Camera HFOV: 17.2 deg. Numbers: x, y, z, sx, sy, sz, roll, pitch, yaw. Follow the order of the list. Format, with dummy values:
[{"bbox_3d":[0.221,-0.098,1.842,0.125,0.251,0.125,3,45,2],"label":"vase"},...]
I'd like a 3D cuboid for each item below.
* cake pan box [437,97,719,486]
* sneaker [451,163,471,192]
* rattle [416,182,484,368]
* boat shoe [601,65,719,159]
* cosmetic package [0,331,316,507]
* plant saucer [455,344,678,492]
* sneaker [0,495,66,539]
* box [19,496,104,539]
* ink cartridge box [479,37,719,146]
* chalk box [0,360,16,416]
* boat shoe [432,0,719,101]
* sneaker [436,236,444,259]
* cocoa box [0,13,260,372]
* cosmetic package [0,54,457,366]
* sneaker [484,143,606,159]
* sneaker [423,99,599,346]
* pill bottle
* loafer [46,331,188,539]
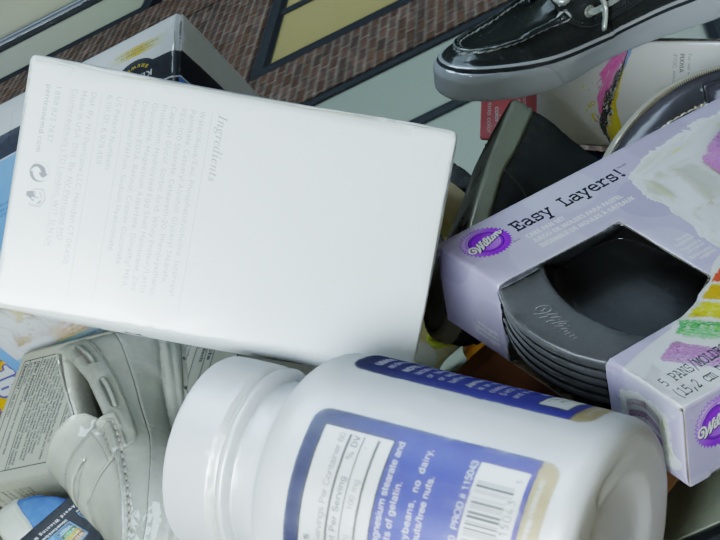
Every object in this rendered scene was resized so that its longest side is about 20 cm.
[{"bbox_3d":[0.161,0.004,1.116,0.200,0.052,0.184,-26,36,-23],"label":"cake pan box"},{"bbox_3d":[0.015,-0.027,1.620,0.112,0.073,0.200,-35,26,-30],"label":"sneaker"},{"bbox_3d":[0.000,0.000,1.333,0.130,0.200,0.143,-40,29,19],"label":"rattle"},{"bbox_3d":[0.219,-0.081,1.283,0.200,0.073,0.063,-27,12,-12],"label":"boat shoe"},{"bbox_3d":[-0.117,0.093,1.396,0.200,0.087,0.103,-13,48,40],"label":"cosmetic package"},{"bbox_3d":[0.089,0.078,1.170,0.200,0.037,0.200,-35,23,18],"label":"plant saucer"},{"bbox_3d":[-0.123,0.148,1.308,0.111,0.077,0.200,-39,23,-14],"label":"sneaker"},{"bbox_3d":[-0.105,0.175,1.148,0.161,0.049,0.200,28,52,32],"label":"box"},{"bbox_3d":[0.186,-0.108,1.449,0.200,0.068,0.116,4,7,28],"label":"ink cartridge box"},{"bbox_3d":[-0.161,0.024,1.649,0.200,0.124,0.125,-20,18,23],"label":"chalk box"},{"bbox_3d":[0.130,-0.158,1.379,0.199,0.068,0.074,-19,31,-10],"label":"boat shoe"},{"bbox_3d":[0.006,0.006,1.463,0.200,0.087,0.074,-23,60,31],"label":"sneaker"},{"bbox_3d":[-0.155,-0.037,1.469,0.200,0.133,0.131,-24,45,23],"label":"cocoa box"},{"bbox_3d":[-0.065,-0.025,1.177,0.200,0.123,0.199,9,1,-2],"label":"cosmetic package"},{"bbox_3d":[0.157,-0.034,1.445,0.200,0.079,0.066,4,-3,36],"label":"sneaker"},{"bbox_3d":[0.105,-0.015,1.298,0.075,0.106,0.200,-63,2,39],"label":"sneaker"},{"bbox_3d":[0.021,0.101,1.037,0.200,0.120,0.120,13,38,28],"label":"pill bottle"},{"bbox_3d":[-0.116,0.098,1.147,0.070,0.070,0.200,3,30,-10],"label":"loafer"}]
